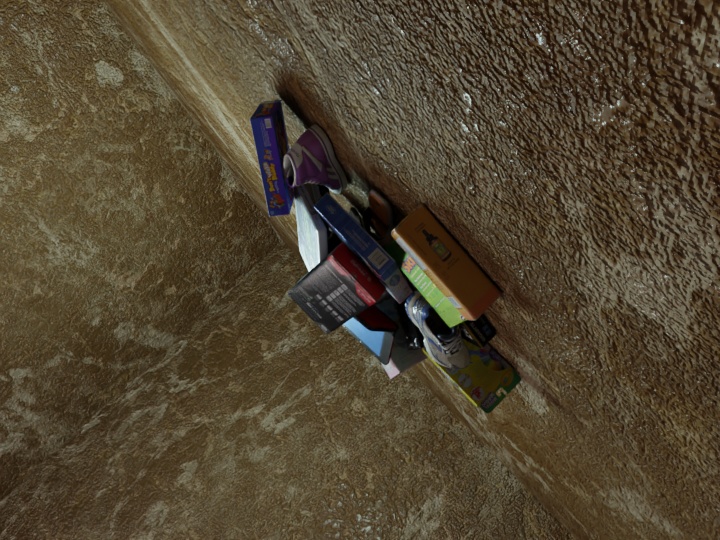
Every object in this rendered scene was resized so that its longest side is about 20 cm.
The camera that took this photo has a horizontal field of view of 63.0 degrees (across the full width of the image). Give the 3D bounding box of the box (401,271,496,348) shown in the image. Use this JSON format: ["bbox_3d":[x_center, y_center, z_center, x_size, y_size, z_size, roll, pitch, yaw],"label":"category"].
[{"bbox_3d":[0.174,0.058,1.207,0.201,0.049,0.159,51,170,-16],"label":"box"}]

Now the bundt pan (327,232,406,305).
[{"bbox_3d":[0.000,0.000,1.312,0.202,0.201,0.076,45,132,21],"label":"bundt pan"}]

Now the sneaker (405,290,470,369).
[{"bbox_3d":[0.164,0.131,1.172,0.201,0.077,0.085,51,168,-22],"label":"sneaker"}]

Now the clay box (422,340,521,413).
[{"bbox_3d":[0.246,0.210,1.303,0.200,0.115,0.048,46,173,21],"label":"clay box"}]

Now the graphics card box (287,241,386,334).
[{"bbox_3d":[-0.051,0.041,1.162,0.125,0.051,0.200,45,139,-6],"label":"graphics card box"}]

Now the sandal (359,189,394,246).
[{"bbox_3d":[0.028,-0.098,1.200,0.079,0.059,0.207,45,172,20],"label":"sandal"}]

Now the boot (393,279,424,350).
[{"bbox_3d":[0.107,0.093,1.441,0.165,0.065,0.203,149,99,-82],"label":"boot"}]

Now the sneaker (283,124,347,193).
[{"bbox_3d":[-0.101,-0.201,1.209,0.073,0.114,0.201,41,171,30],"label":"sneaker"}]

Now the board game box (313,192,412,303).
[{"bbox_3d":[0.010,-0.040,1.171,0.200,0.043,0.199,47,179,23],"label":"board game box"}]

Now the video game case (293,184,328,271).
[{"bbox_3d":[-0.104,-0.063,1.249,0.183,0.023,0.202,-119,21,-44],"label":"video game case"}]

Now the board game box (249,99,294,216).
[{"bbox_3d":[-0.176,-0.233,1.215,0.135,0.044,0.203,-88,-8,-62],"label":"board game box"}]

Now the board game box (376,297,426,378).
[{"bbox_3d":[0.095,0.150,1.500,0.199,0.043,0.201,-16,-111,-49],"label":"board game box"}]

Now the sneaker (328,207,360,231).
[{"bbox_3d":[-0.015,-0.054,1.424,0.075,0.086,0.202,-110,-3,-63],"label":"sneaker"}]

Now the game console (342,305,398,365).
[{"bbox_3d":[-0.019,0.119,1.361,0.199,0.120,0.171,39,-164,32],"label":"game console"}]

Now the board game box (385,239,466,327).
[{"bbox_3d":[0.137,0.010,1.073,0.200,0.030,0.095,48,136,-9],"label":"board game box"}]

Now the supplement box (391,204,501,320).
[{"bbox_3d":[0.140,-0.012,0.978,0.200,0.066,0.069,49,175,-1],"label":"supplement box"}]

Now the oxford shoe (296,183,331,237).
[{"bbox_3d":[-0.110,-0.122,1.429,0.072,0.083,0.203,24,-128,-61],"label":"oxford shoe"}]
